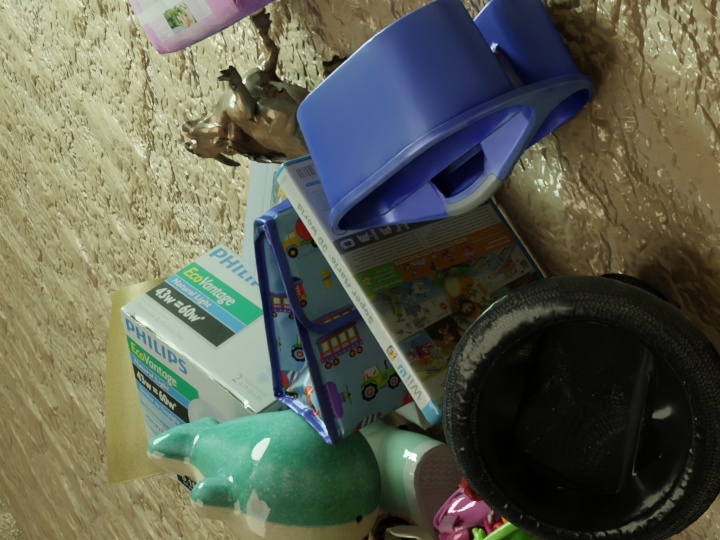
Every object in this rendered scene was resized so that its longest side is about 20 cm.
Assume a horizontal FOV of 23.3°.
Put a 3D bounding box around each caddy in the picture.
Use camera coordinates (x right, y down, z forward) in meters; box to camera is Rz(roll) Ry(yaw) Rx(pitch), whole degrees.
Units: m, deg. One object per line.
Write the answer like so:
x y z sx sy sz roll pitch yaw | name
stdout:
0.052 -0.088 1.074 0.200 0.141 0.106 -36 76 50 | caddy

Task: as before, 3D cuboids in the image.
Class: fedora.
0.147 0.075 1.080 0.199 0.092 0.202 11 124 17 | fedora

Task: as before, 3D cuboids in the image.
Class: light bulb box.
-0.100 0.120 1.580 0.198 0.124 0.201 33 144 36 | light bulb box

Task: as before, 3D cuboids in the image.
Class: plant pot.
-0.197 0.111 1.856 0.186 0.185 0.202 157 101 -68 | plant pot

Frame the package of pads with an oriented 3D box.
-0.090 -0.229 1.297 0.076 0.120 0.200 62 158 -8 | package of pads

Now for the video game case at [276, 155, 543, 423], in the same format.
0.049 -0.005 1.173 0.201 0.142 0.018 57 141 18 | video game case

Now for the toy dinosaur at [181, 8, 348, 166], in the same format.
-0.057 -0.117 1.403 0.199 0.086 0.136 31 149 35 | toy dinosaur

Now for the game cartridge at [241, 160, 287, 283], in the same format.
-0.044 -0.022 1.478 0.200 0.041 0.134 45 131 48 | game cartridge

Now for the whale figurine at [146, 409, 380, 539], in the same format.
-0.075 0.147 1.373 0.199 0.158 0.105 21 111 36 | whale figurine

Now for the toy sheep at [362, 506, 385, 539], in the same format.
-0.027 0.246 1.449 0.200 0.137 0.139 -107 -2 -74 | toy sheep

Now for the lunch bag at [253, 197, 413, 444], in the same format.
0.000 0.000 1.294 0.094 0.150 0.201 33 143 51 | lunch bag

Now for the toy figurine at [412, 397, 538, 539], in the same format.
0.105 0.128 1.255 0.201 0.149 0.185 84 164 -60 | toy figurine

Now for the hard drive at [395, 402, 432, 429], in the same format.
-0.003 0.047 1.518 0.200 0.026 0.133 26 136 56 | hard drive

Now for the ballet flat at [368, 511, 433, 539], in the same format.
0.053 0.237 1.306 0.200 0.068 0.068 32 123 58 | ballet flat

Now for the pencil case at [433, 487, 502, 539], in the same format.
0.117 0.265 1.387 0.091 0.093 0.202 11 122 63 | pencil case

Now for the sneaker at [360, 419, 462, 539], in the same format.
0.046 0.223 1.527 0.118 0.073 0.202 24 128 53 | sneaker
